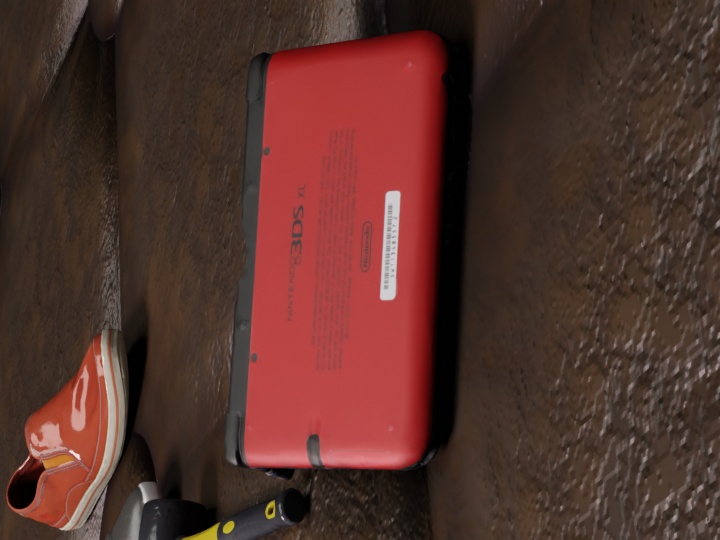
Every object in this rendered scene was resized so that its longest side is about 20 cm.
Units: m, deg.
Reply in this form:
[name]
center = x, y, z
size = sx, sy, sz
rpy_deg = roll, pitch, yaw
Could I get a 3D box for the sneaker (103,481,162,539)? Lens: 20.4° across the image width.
[sneaker]
center = -0.184, 0.223, 1.278
size = 0.071, 0.099, 0.200
rpy_deg = -119, 42, -60

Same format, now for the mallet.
[mallet]
center = -0.078, 0.139, 1.120
size = 0.200, 0.041, 0.066
rpy_deg = -41, 44, 54

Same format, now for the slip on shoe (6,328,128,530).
[slip on shoe]
center = -0.206, 0.116, 1.421
size = 0.200, 0.061, 0.074
rpy_deg = 119, 151, -43

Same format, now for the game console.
[game console]
center = 0.000, 0.000, 0.973
size = 0.172, 0.119, 0.201
rpy_deg = -4, 80, 37
